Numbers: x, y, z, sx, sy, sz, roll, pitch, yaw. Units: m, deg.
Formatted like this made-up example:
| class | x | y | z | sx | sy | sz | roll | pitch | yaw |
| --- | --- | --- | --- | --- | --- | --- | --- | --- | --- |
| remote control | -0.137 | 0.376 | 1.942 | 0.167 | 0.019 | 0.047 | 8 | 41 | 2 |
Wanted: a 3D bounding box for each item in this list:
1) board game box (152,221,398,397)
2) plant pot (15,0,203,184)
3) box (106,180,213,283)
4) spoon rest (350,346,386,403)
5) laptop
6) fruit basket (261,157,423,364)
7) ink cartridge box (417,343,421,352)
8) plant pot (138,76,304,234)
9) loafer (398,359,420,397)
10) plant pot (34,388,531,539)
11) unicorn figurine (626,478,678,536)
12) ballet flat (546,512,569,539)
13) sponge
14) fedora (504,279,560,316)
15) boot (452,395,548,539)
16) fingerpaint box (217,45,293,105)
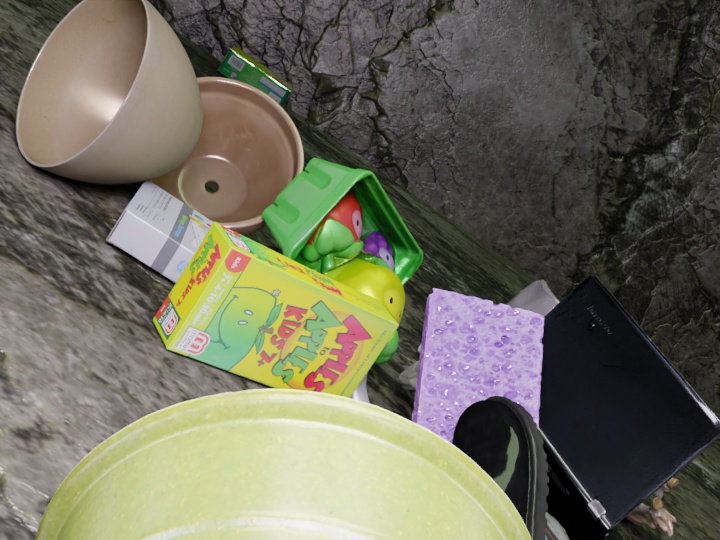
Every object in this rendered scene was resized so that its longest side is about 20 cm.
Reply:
| class | x | y | z | sx | sy | sz | roll | pitch | yaw |
| --- | --- | --- | --- | --- | --- | --- | --- | --- | --- |
| board game box | -0.070 | 0.046 | 0.858 | 0.199 | 0.102 | 0.048 | 26 | 13 | -39 |
| plant pot | -0.243 | -0.171 | 1.021 | 0.134 | 0.201 | 0.200 | 32 | 10 | -48 |
| box | -0.154 | -0.010 | 1.003 | 0.199 | 0.041 | 0.156 | 35 | 10 | -12 |
| spoon rest | 0.049 | 0.157 | 0.908 | 0.201 | 0.060 | 0.099 | 56 | 17 | 25 |
| laptop | 0.217 | 0.151 | 0.928 | 0.188 | 0.115 | 0.201 | 55 | -17 | 32 |
| fruit basket | 0.000 | 0.000 | 1.095 | 0.215 | 0.156 | 0.216 | 43 | -6 | 6 |
| ink cartridge box | 0.184 | 0.146 | 1.247 | 0.147 | 0.086 | 0.200 | 29 | 11 | -38 |
| plant pot | -0.171 | -0.120 | 1.159 | 0.200 | 0.202 | 0.093 | 36 | -29 | 3 |
| loafer | 0.094 | 0.130 | 1.005 | 0.063 | 0.071 | 0.200 | 60 | -9 | -6 |
| plant pot | -0.032 | 0.174 | 0.293 | 0.198 | 0.201 | 0.191 | 32 | 24 | -14 |
| unicorn figurine | 0.327 | 0.224 | 1.217 | 0.073 | 0.204 | 0.137 | -2 | -4 | -18 |
| ballet flat | 0.160 | 0.253 | 0.786 | 0.064 | 0.068 | 0.200 | 40 | 10 | -9 |
| sponge | 0.102 | 0.118 | 0.859 | 0.110 | 0.030 | 0.203 | 12 | 57 | -4 |
| fedora | 0.244 | 0.074 | 1.272 | 0.176 | 0.091 | 0.200 | 41 | 9 | 21 |
| boot | 0.060 | 0.154 | 0.711 | 0.157 | 0.079 | 0.213 | 31 | 36 | -23 |
| fingerpaint box | -0.285 | -0.523 | 2.672 | 0.199 | 0.074 | 0.167 | 34 | 12 | -11 |
